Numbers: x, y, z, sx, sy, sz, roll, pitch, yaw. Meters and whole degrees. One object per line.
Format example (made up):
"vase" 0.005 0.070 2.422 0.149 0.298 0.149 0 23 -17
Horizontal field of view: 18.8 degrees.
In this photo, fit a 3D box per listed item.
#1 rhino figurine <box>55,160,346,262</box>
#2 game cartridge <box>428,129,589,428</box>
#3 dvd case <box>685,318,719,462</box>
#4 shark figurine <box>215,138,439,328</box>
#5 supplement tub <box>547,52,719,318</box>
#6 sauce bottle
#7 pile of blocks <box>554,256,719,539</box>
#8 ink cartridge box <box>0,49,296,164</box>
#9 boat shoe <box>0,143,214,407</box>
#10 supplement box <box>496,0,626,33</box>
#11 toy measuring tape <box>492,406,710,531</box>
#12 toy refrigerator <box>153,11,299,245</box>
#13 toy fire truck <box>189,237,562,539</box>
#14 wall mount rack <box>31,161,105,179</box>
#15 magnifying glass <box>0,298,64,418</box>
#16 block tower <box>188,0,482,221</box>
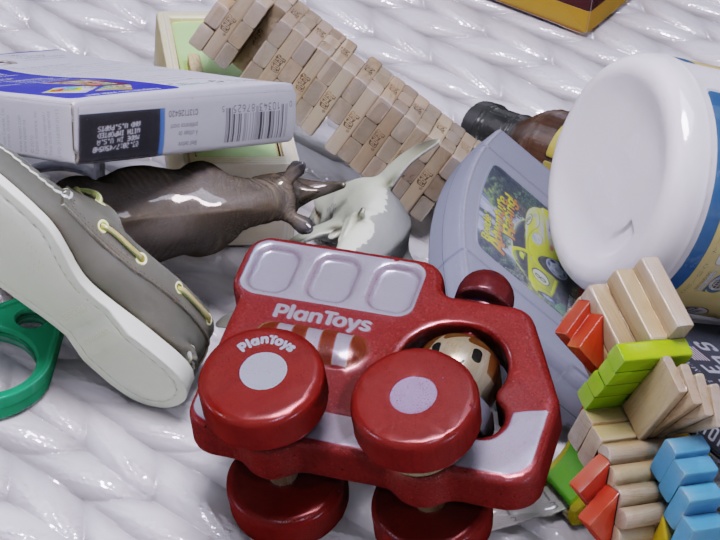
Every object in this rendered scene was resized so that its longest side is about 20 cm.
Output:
"rhino figurine" -0.104 -0.036 1.310 0.199 0.060 0.087 -7 2 -16
"game cartridge" 0.101 -0.001 1.315 0.133 0.041 0.200 35 32 -14
"dvd case" 0.236 0.075 1.230 0.200 0.025 0.150 7 26 -45
"shark figurine" 0.007 0.002 1.313 0.128 0.090 0.215 -29 17 25
"supplement tub" 0.227 -0.042 1.283 0.199 0.145 0.145 10 30 -27
"sauce bottle" 0.147 -0.071 1.437 0.065 0.065 0.200 -23 33 -35
"pile of blocks" 0.141 0.095 1.126 0.062 0.082 0.201 -4 80 -31
"ink cartridge box" -0.177 -0.099 1.314 0.199 0.047 0.197 8 13 36
"boat shoe" -0.161 -0.008 1.225 0.072 0.202 0.060 -19 33 45
"supplement box" 0.136 -0.325 1.697 0.197 0.201 0.133 24 39 24
"toy measuring tape" 0.119 0.102 1.198 0.199 0.074 0.074 -12 38 -24
"toy refrigerator" -0.092 -0.101 1.457 0.076 0.070 0.200 -1 36 -10
"toy fire truck" 0.011 0.057 1.164 0.199 0.112 0.168 7 50 17
"wall mount rack" -0.262 -0.066 1.377 0.173 0.075 0.200 29 39 32
"magnifying glass" -0.192 0.029 1.300 0.079 0.022 0.200 21 39 21
"block tower" -0.013 -0.113 1.419 0.200 0.054 0.058 37 24 -3
